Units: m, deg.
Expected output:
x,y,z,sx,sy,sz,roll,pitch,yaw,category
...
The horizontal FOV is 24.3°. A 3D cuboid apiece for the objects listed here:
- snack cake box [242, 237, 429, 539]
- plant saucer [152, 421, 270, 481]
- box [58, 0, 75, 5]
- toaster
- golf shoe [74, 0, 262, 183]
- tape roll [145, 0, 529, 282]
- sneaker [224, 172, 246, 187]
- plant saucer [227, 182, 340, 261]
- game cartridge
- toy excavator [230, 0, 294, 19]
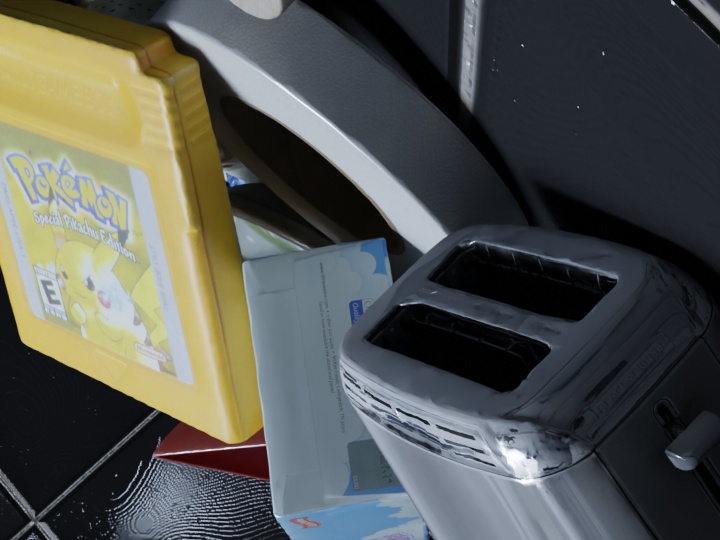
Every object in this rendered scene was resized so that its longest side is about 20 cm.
x,y,z,sx,sy,sz,roll,pitch,yaw,category
-0.007,0.071,0.802,0.200,0.067,0.116,78,-178,-74,snack cake box
0.001,0.107,1.075,0.200,0.198,0.037,22,-116,-57,plant saucer
-0.179,-0.163,0.931,0.193,0.047,0.201,-96,-15,-86,box
0.077,0.061,0.628,0.130,0.114,0.200,57,162,-25,toaster
-0.088,-0.081,0.900,0.200,0.075,0.092,41,-141,-49,golf shoe
-0.010,-0.055,0.753,0.202,0.037,0.203,39,170,8,tape roll
-0.077,-0.064,1.071,0.200,0.077,0.076,39,166,48,sneaker
0.000,0.000,0.942,0.199,0.050,0.200,31,169,7,plant saucer
-0.126,-0.030,0.793,0.176,0.032,0.201,20,133,40,game cartridge
-0.116,-0.185,0.670,0.195,0.100,0.200,51,164,-27,toy excavator
